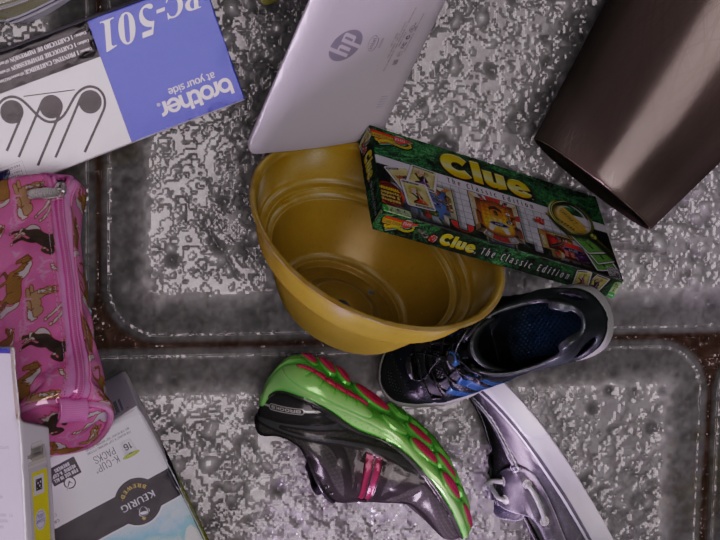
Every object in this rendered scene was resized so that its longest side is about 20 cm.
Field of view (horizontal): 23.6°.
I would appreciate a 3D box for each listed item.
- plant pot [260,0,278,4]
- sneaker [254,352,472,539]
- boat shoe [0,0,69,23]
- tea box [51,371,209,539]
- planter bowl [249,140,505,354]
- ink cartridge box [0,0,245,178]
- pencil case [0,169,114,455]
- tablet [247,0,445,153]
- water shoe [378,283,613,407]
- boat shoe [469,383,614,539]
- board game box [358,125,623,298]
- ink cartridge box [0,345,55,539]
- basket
[{"bbox_3d":[-0.046,-0.323,1.183,0.200,0.200,0.194,-37,92,-6],"label":"plant pot"},{"bbox_3d":[0.003,0.143,1.313,0.199,0.077,0.084,38,106,-11],"label":"sneaker"},{"bbox_3d":[-0.191,-0.224,1.170,0.199,0.062,0.072,-31,89,25],"label":"boat shoe"},{"bbox_3d":[-0.209,0.214,1.234,0.198,0.134,0.198,-28,103,-8],"label":"tea box"},{"bbox_3d":[0.000,0.000,1.254,0.198,0.202,0.084,16,128,-14],"label":"planter bowl"},{"bbox_3d":[-0.192,-0.133,1.238,0.198,0.044,0.095,-22,103,-10],"label":"ink cartridge box"},{"bbox_3d":[-0.216,0.028,1.167,0.082,0.087,0.202,-12,60,0],"label":"pencil case"},{"bbox_3d":[0.002,-0.164,1.211,0.129,0.014,0.201,-11,141,-39],"label":"tablet"},{"bbox_3d":[0.085,0.051,1.260,0.198,0.079,0.072,-21,80,29],"label":"water shoe"},{"bbox_3d":[0.129,0.166,1.341,0.067,0.072,0.201,-35,108,-4],"label":"boat shoe"},{"bbox_3d":[0.096,-0.044,1.279,0.198,0.105,0.024,15,124,-20],"label":"board game box"},{"bbox_3d":[-0.290,0.145,1.105,0.195,0.047,0.203,0,94,20],"label":"ink cartridge box"},{"bbox_3d":[0.235,-0.143,1.292,0.180,0.136,0.201,36,92,-8],"label":"basket"}]
